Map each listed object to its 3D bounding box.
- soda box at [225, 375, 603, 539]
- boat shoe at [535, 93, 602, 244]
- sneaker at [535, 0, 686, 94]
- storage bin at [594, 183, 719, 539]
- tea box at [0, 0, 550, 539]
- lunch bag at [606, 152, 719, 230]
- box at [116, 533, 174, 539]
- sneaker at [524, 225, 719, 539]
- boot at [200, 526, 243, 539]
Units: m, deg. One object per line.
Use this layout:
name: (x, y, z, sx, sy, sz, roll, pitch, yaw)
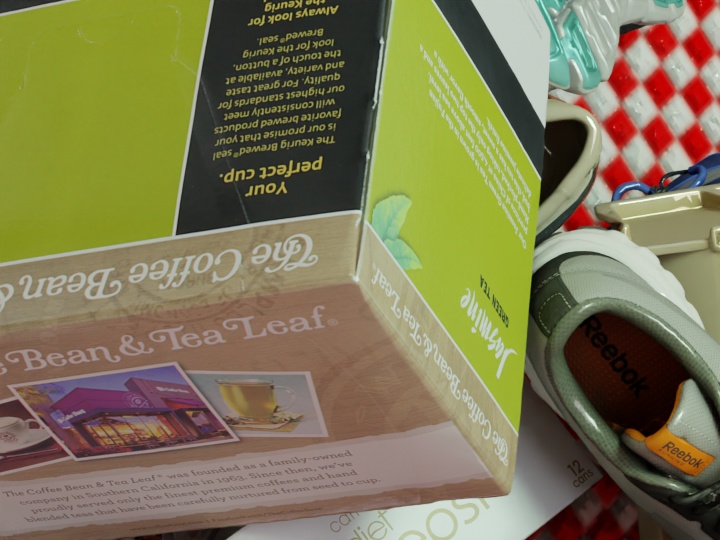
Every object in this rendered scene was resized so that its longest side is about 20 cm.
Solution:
soda box: (-0.013, 0.108, 0.949, 0.200, 0.068, 0.064, -34, 83, -31)
boat shoe: (0.000, 0.000, 0.991, 0.200, 0.063, 0.071, -32, 94, -7)
sneaker: (0.069, -0.111, 1.135, 0.078, 0.091, 0.200, 64, 29, -6)
storage bin: (0.192, 0.065, 1.041, 0.198, 0.094, 0.200, -9, 99, -13)
tea box: (-0.056, -0.029, 0.910, 0.134, 0.200, 0.197, 55, 35, -48)
lunch bag: (0.166, 0.045, 1.149, 0.136, 0.132, 0.200, -35, 104, -9)
box: (-0.157, 0.101, 0.948, 0.200, 0.038, 0.137, 2, 65, -34)
sneaker: (0.125, 0.072, 0.939, 0.200, 0.079, 0.074, 42, 101, -5)
boot: (-0.033, 0.010, 1.055, 0.096, 0.074, 0.200, 30, 85, 1)
